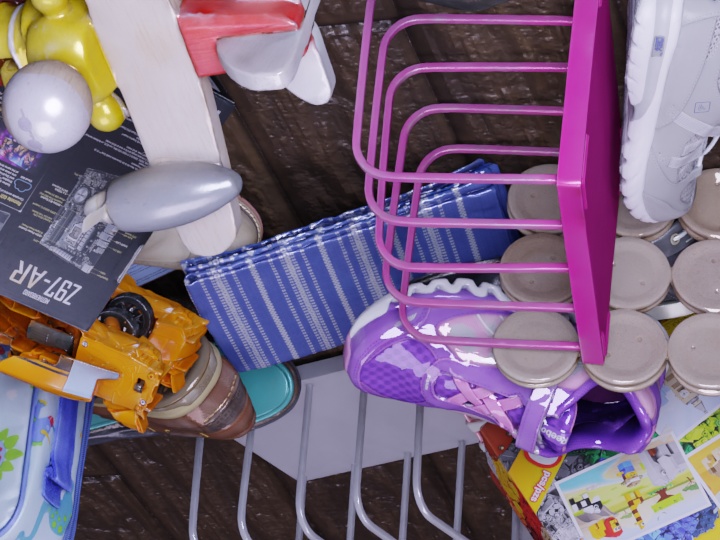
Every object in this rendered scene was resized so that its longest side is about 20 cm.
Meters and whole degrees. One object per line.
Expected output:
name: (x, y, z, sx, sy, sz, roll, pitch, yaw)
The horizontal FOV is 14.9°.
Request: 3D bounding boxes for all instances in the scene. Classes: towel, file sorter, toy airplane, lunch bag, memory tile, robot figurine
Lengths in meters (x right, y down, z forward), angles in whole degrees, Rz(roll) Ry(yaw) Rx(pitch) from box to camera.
towel: (0.000, 0.000, 1.669, 0.199, 0.024, 0.145, -18, 151, 4)
file sorter: (-0.004, 0.145, 1.883, 0.199, 0.125, 0.139, -14, 146, 31)
toy airplane: (-0.114, -0.105, 1.342, 0.200, 0.141, 0.199, 42, 145, -3)
lunch bag: (-0.243, 0.099, 1.708, 0.160, 0.201, 0.082, -10, 149, 24)
file sorter: (0.071, -0.058, 1.485, 0.124, 0.140, 0.200, 2, 152, 10)
memory tile: (0.177, 0.006, 1.570, 0.198, 0.154, 0.017, 3, 147, 6)
robot figurine: (-0.197, 0.024, 1.619, 0.199, 0.145, 0.059, 21, 111, 8)

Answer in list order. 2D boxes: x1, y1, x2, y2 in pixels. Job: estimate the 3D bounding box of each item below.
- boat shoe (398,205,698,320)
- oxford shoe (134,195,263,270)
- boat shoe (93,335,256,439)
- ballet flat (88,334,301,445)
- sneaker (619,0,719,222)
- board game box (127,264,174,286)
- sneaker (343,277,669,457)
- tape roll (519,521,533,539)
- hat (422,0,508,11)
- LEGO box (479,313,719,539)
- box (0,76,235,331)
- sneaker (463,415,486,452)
boat shoe: (0.112, -0.001, 1.640, 0.198, 0.072, 0.068, -11, 129, 5)
oxford shoe: (-0.149, -0.029, 1.612, 0.199, 0.074, 0.071, 13, 117, -18)
boat shoe: (-0.135, 0.073, 1.752, 0.068, 0.072, 0.200, 42, 164, -29)
ballet flat: (-0.134, 0.082, 1.855, 0.198, 0.074, 0.073, -7, 150, 8)
sneaker: (0.181, -0.087, 1.478, 0.081, 0.075, 0.200, 3, 151, 5)
board game box: (-0.200, -0.006, 1.740, 0.199, 0.020, 0.103, -23, 143, 40)
sneaker: (0.089, 0.064, 1.588, 0.199, 0.089, 0.081, 6, 132, -12)
tape roll: (0.207, 0.186, 1.915, 0.201, 0.140, 0.203, 3, 153, 1)
hat: (0.015, -0.210, 1.270, 0.199, 0.081, 0.201, 15, 149, 9)
LEGO box: (0.196, 0.119, 1.695, 0.199, 0.149, 0.077, -30, 151, -8)
box: (-0.191, -0.073, 1.495, 0.199, 0.044, 0.161, 25, 107, -34)
sneaker: (0.092, 0.081, 1.775, 0.199, 0.105, 0.075, 25, 147, -32)
